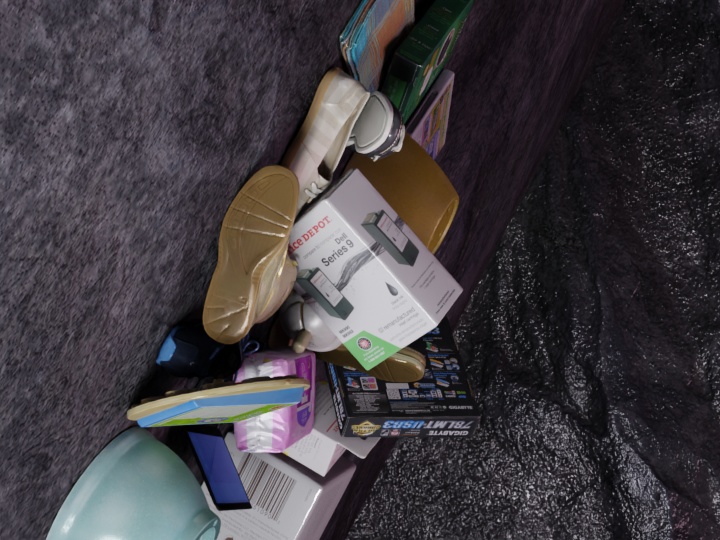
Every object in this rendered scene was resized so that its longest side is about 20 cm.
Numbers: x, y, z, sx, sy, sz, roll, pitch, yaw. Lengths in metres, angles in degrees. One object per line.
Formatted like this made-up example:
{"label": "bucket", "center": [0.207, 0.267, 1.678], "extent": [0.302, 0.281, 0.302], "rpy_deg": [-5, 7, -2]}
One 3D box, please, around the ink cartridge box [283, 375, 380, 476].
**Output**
{"label": "ink cartridge box", "center": [-0.068, 0.212, 1.711], "extent": [0.115, 0.199, 0.068], "rpy_deg": [-42, 157, -57]}

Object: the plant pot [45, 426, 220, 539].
{"label": "plant pot", "center": [-0.239, 0.292, 1.336], "extent": [0.201, 0.134, 0.201], "rpy_deg": [-58, 167, -21]}

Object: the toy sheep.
{"label": "toy sheep", "center": [-0.050, 0.036, 1.592], "extent": [0.200, 0.137, 0.138], "rpy_deg": [-55, 166, -45]}

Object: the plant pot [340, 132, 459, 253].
{"label": "plant pot", "center": [0.055, -0.092, 1.709], "extent": [0.201, 0.141, 0.200], "rpy_deg": [-58, 167, -22]}

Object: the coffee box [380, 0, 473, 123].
{"label": "coffee box", "center": [0.084, -0.283, 1.599], "extent": [0.200, 0.044, 0.123], "rpy_deg": [-57, 172, -41]}

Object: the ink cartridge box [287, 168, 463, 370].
{"label": "ink cartridge box", "center": [0.000, 0.000, 1.457], "extent": [0.146, 0.200, 0.084], "rpy_deg": [-37, -172, 44]}

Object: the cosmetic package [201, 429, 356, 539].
{"label": "cosmetic package", "center": [-0.132, 0.334, 1.797], "extent": [0.166, 0.164, 0.200], "rpy_deg": [-63, 167, 7]}

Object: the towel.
{"label": "towel", "center": [0.027, -0.288, 1.455], "extent": [0.147, 0.022, 0.200], "rpy_deg": [-60, 168, -10]}

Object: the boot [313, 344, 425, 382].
{"label": "boot", "center": [0.028, 0.066, 1.671], "extent": [0.155, 0.199, 0.072], "rpy_deg": [-57, 140, -26]}

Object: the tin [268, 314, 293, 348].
{"label": "tin", "center": [-0.082, 0.077, 1.754], "extent": [0.113, 0.042, 0.200], "rpy_deg": [-66, 168, -5]}

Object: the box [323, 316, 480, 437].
{"label": "box", "center": [0.052, 0.148, 1.729], "extent": [0.199, 0.198, 0.050], "rpy_deg": [-107, -155, -46]}

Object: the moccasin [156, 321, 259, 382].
{"label": "moccasin", "center": [-0.166, 0.101, 1.375], "extent": [0.081, 0.068, 0.200], "rpy_deg": [-65, 168, 13]}

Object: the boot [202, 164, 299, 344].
{"label": "boot", "center": [-0.106, -0.023, 1.358], "extent": [0.155, 0.072, 0.201], "rpy_deg": [-27, 135, -78]}

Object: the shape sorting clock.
{"label": "shape sorting clock", "center": [-0.152, 0.137, 1.305], "extent": [0.200, 0.198, 0.040], "rpy_deg": [59, 23, -76]}

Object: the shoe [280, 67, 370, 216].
{"label": "shoe", "center": [-0.050, -0.132, 1.392], "extent": [0.201, 0.053, 0.070], "rpy_deg": [-65, 167, 13]}

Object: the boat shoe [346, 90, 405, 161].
{"label": "boat shoe", "center": [0.021, -0.162, 1.414], "extent": [0.200, 0.060, 0.074], "rpy_deg": [-175, -77, -74]}

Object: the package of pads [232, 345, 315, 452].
{"label": "package of pads", "center": [-0.108, 0.161, 1.553], "extent": [0.200, 0.075, 0.122], "rpy_deg": [5, 87, -82]}

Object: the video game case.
{"label": "video game case", "center": [0.091, -0.195, 1.923], "extent": [0.183, 0.022, 0.200], "rpy_deg": [-57, 166, -24]}

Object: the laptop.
{"label": "laptop", "center": [-0.153, 0.192, 1.546], "extent": [0.201, 0.103, 0.177], "rpy_deg": [-61, 168, -5]}
